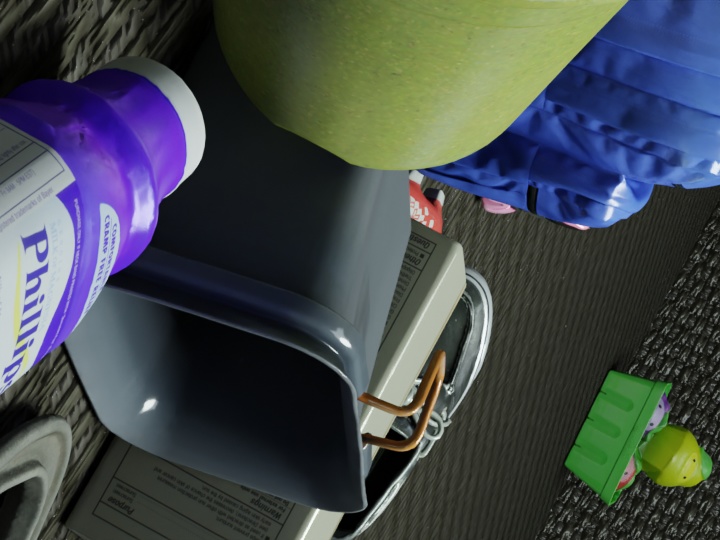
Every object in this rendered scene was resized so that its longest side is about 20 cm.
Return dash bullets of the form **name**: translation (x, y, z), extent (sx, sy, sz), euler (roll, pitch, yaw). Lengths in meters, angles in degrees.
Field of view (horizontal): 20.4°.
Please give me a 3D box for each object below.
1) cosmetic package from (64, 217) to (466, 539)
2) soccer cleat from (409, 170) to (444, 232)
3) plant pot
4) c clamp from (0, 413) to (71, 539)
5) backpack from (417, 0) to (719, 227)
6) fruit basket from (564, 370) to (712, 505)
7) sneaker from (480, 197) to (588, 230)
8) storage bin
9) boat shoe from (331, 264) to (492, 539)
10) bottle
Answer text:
- **cosmetic package**: translation (-0.040, 0.060, 0.932), extent (0.201, 0.103, 0.073), euler (-60, 168, -11)
- **soccer cleat**: translation (0.000, 0.000, 1.058), extent (0.200, 0.068, 0.086), euler (91, 24, -72)
- **plant pot**: translation (0.025, -0.132, 0.679), extent (0.201, 0.199, 0.184), euler (-57, 178, -26)
- **c clamp**: translation (-0.168, 0.147, 0.756), extent (0.201, 0.027, 0.171), euler (-64, 167, 5)
- **backpack**: translation (0.124, -0.108, 0.987), extent (0.162, 0.198, 0.170), euler (-39, 141, -66)
- **fruit basket**: translation (0.432, 0.265, 3.006), extent (0.217, 0.214, 0.155), euler (-64, 167, 3)
- **sneaker**: translation (0.135, -0.084, 1.368), extent (0.079, 0.095, 0.200), euler (-58, 165, -15)
- **storage bin**: translation (-0.028, -0.002, 0.811), extent (0.200, 0.144, 0.135), euler (84, 25, -67)
- **boat shoe**: translation (0.025, 0.087, 1.311), extent (0.200, 0.073, 0.068), euler (-55, -178, 3)
- **bottle**: translation (-0.112, -0.007, 0.591), extent (0.200, 0.065, 0.084), euler (-46, 160, -54)
